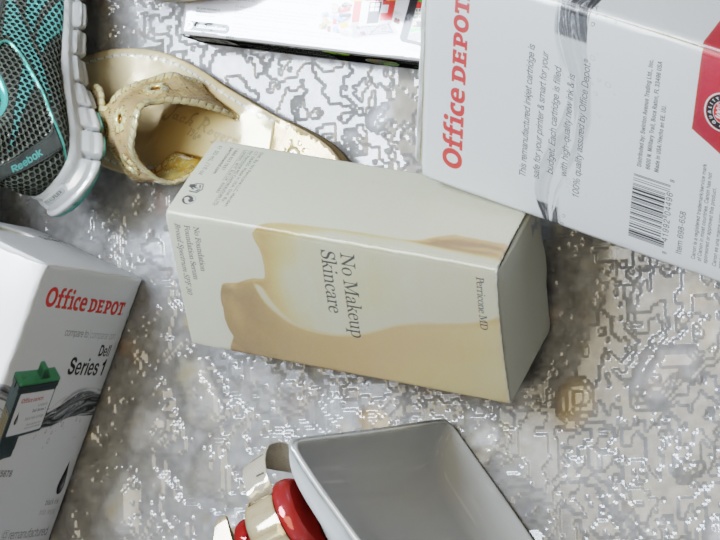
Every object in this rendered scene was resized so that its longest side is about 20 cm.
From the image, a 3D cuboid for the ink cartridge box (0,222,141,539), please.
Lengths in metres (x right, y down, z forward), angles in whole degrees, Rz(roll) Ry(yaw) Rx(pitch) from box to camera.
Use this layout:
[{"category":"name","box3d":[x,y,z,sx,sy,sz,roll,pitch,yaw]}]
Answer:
[{"category":"ink cartridge box","box3d":[-0.219,0.077,1.471,0.084,0.146,0.201,21,94,18]}]

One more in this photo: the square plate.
[{"category":"square plate","box3d":[0.053,0.170,1.336,0.028,0.198,0.200,-39,74,20]}]

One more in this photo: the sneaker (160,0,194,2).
[{"category":"sneaker","box3d":[-0.157,-0.209,1.458,0.199,0.090,0.075,15,84,18]}]

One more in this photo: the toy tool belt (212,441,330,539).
[{"category":"toy tool belt","box3d":[-0.039,0.182,1.371,0.123,0.200,0.125,-31,59,15]}]

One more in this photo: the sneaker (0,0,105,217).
[{"category":"sneaker","box3d":[-0.211,-0.130,1.493,0.078,0.091,0.200,-39,53,35]}]

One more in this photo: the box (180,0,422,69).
[{"category":"box","box3d":[-0.001,-0.177,1.469,0.199,0.035,0.110,9,89,21]}]

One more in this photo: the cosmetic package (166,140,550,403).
[{"category":"cosmetic package","box3d":[0.000,0.000,1.411,0.199,0.071,0.105,9,133,22]}]

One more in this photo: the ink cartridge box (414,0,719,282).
[{"category":"ink cartridge box","box3d":[0.136,-0.095,1.317,0.200,0.084,0.145,20,134,20]}]

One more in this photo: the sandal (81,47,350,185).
[{"category":"sandal","box3d":[-0.107,-0.084,1.482,0.211,0.070,0.078,21,93,21]}]
